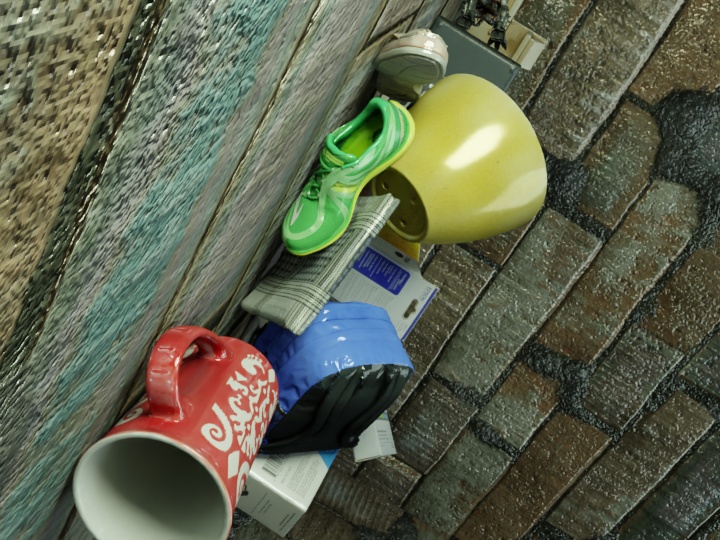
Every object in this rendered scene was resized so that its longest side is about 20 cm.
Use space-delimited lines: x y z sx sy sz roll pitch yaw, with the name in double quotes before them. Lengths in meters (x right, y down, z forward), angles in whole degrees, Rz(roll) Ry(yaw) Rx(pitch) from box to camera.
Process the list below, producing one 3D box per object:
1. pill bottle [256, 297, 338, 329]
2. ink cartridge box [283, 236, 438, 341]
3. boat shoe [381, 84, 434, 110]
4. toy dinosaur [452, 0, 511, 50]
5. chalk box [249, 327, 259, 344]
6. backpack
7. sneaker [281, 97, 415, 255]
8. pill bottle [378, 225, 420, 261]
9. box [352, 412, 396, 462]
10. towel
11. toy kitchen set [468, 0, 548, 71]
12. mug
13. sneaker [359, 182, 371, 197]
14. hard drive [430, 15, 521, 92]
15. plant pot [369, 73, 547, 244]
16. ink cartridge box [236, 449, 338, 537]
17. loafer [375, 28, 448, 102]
"pill bottle" -0.064 0.029 1.339 0.200 0.114 0.114 -57 179 -46
"ink cartridge box" 0.000 0.000 1.166 0.100 0.200 0.039 -57 178 27
"boat shoe" 0.042 -0.194 1.213 0.200 0.063 0.073 -59 179 34
"toy dinosaur" 0.208 -0.453 1.467 0.200 0.102 0.136 50 56 -70
"chalk box" -0.109 0.120 1.543 0.200 0.125 0.124 -55 177 -48
"backpack" -0.049 0.115 1.065 0.162 0.168 0.200 -3 148 -39
"sneaker" -0.027 -0.108 0.958 0.200 0.074 0.084 -52 148 3
"pill bottle" 0.031 -0.023 1.288 0.200 0.109 0.109 -80 -164 -50
"box" 0.002 0.164 1.239 0.041 0.200 0.156 -15 167 6
"towel" -0.054 -0.018 1.029 0.193 0.035 0.200 -53 -160 -10
"toy kitchen set" 0.261 -0.430 1.709 0.200 0.163 0.180 -59 178 30
"mug" -0.138 0.134 0.784 0.178 0.133 0.200 -57 -177 23
"sneaker" 0.007 -0.133 1.156 0.080 0.071 0.200 -50 172 -47
"hard drive" 0.124 -0.250 1.300 0.200 0.139 0.033 -59 178 25
"plant pot" 0.096 -0.109 1.035 0.142 0.200 0.200 -33 167 -27
"ink cartridge box" -0.138 0.218 1.136 0.084 0.200 0.146 -56 180 42
"loafer" 0.054 -0.235 0.959 0.200 0.072 0.063 172 -66 -84
